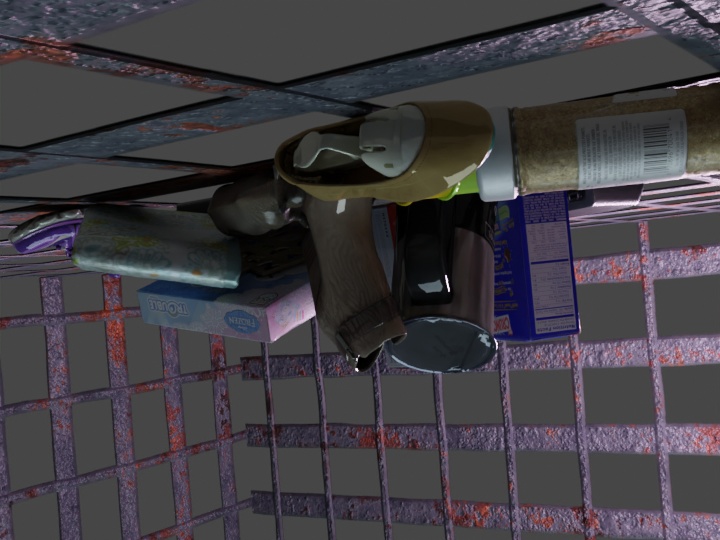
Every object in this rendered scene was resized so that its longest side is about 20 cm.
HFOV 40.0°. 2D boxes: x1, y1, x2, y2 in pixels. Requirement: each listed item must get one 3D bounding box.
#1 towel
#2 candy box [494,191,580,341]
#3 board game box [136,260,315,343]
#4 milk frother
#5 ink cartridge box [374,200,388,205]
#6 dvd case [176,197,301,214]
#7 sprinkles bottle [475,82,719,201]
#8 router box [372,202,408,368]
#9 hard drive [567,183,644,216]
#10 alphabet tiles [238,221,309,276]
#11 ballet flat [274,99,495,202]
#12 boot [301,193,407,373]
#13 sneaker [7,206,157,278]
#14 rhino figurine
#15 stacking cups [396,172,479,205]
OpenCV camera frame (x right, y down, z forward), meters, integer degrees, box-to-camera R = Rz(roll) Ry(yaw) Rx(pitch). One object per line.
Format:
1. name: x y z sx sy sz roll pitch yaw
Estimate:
1. towel: -0.216 -0.028 1.065 0.168 0.049 0.200 4 -167 -12
2. candy box: 0.195 -0.017 1.219 0.075 0.205 0.169 -4 179 -15
3. board game box: -0.113 0.014 1.115 0.197 0.044 0.198 5 -156 36
4. milk frother: 0.037 -0.010 1.033 0.197 0.191 0.180 -14 142 28
5. ink cartridge box: 0.040 0.000 1.383 0.160 0.205 0.057 -4 176 -24
6. dvd case: -0.103 -0.081 1.209 0.197 0.025 0.149 -5 179 30
7. sprinkles bottle: 0.182 -0.094 0.723 0.196 0.070 0.068 -5 179 9
8. router box: 0.090 0.003 1.269 0.048 0.204 0.178 -5 -172 43
9. hard drive: 0.303 -0.103 1.453 0.133 0.043 0.198 -5 179 -36
10. alphabet tiles: -0.117 -0.029 1.161 0.164 0.006 0.199 -22 -158 -29
11. ballet flat: 0.008 -0.083 0.706 0.062 0.070 0.198 14 166 -38
12. boot: 0.000 0.000 0.917 0.069 0.148 0.201 -19 157 -22
13. sneaker: -0.317 -0.032 1.181 0.197 0.085 0.080 -3 177 -39
14. rhino figurine: -0.086 -0.069 0.978 0.086 0.061 0.199 -1 174 -31
15. stacking cups: 0.119 -0.090 0.849 0.196 0.062 0.060 -4 179 -27
